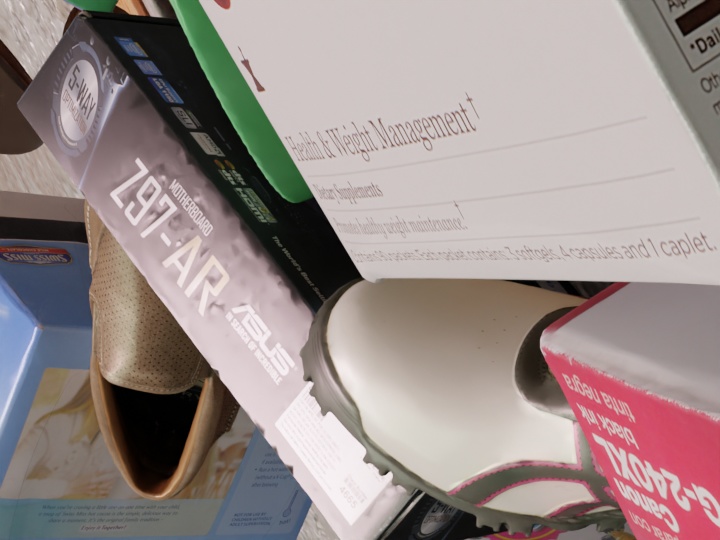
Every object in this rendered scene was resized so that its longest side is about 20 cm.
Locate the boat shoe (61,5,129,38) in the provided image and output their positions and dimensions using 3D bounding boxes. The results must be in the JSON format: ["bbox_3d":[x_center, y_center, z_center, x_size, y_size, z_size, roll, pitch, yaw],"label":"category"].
[{"bbox_3d":[-0.075,-0.040,0.961,0.200,0.072,0.068,51,166,29],"label":"boat shoe"}]

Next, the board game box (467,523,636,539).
[{"bbox_3d":[0.079,0.141,0.826,0.200,0.064,0.148,37,152,42],"label":"board game box"}]

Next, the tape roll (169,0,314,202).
[{"bbox_3d":[-0.037,-0.121,0.664,0.200,0.048,0.201,-21,-90,-84],"label":"tape roll"}]

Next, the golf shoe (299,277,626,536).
[{"bbox_3d":[0.081,0.033,0.604,0.199,0.077,0.088,19,143,11],"label":"golf shoe"}]

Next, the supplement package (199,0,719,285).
[{"bbox_3d":[0.036,-0.118,0.395,0.200,0.147,0.191,59,165,-8],"label":"supplement package"}]

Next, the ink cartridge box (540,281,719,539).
[{"bbox_3d":[0.145,0.066,0.409,0.200,0.145,0.083,63,163,-18],"label":"ink cartridge box"}]

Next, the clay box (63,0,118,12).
[{"bbox_3d":[-0.184,-0.171,0.866,0.200,0.048,0.115,26,-170,-20],"label":"clay box"}]

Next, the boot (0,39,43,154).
[{"bbox_3d":[-0.180,-0.173,0.987,0.064,0.200,0.186,-26,120,37],"label":"boot"}]

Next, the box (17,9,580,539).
[{"bbox_3d":[0.000,0.000,0.743,0.160,0.044,0.200,-1,-133,-54],"label":"box"}]

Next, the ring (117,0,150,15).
[{"bbox_3d":[-0.076,-0.121,0.978,0.201,0.019,0.201,53,164,22],"label":"ring"}]

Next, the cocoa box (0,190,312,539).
[{"bbox_3d":[-0.118,0.052,1.045,0.131,0.200,0.134,43,117,42],"label":"cocoa box"}]

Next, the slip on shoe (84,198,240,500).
[{"bbox_3d":[-0.077,0.020,0.869,0.076,0.061,0.200,17,146,2],"label":"slip on shoe"}]
